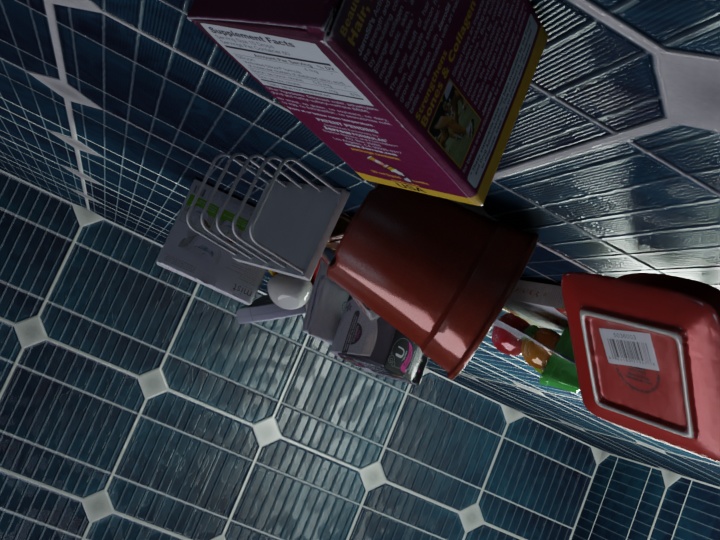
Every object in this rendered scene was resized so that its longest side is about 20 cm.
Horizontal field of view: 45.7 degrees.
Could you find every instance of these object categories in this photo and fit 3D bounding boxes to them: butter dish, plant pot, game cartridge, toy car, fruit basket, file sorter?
[{"bbox_3d":[0.347,0.079,0.954,0.199,0.147,0.201,15,128,52],"label":"butter dish"},{"bbox_3d":[0.077,-0.007,1.019,0.194,0.202,0.201,31,172,3],"label":"plant pot"},{"bbox_3d":[-0.143,0.066,1.716,0.198,0.042,0.133,-11,-176,19],"label":"game cartridge"},{"bbox_3d":[-0.070,-0.009,1.564,0.199,0.176,0.150,29,133,-31],"label":"toy car"},{"bbox_3d":[0.263,0.106,1.303,0.199,0.094,0.185,35,178,17],"label":"fruit basket"},{"bbox_3d":[-0.143,-0.089,1.241,0.124,0.140,0.199,33,167,-38],"label":"file sorter"}]

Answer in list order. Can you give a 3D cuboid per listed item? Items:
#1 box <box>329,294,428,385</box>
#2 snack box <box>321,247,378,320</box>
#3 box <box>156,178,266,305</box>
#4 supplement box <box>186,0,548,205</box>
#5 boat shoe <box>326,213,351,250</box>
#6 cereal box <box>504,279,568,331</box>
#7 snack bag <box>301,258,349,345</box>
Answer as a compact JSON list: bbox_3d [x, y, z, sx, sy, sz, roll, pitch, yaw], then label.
[{"bbox_3d":[0.053,0.073,1.452,0.131,0.202,0.114,9,163,42],"label":"box"},{"bbox_3d":[0.000,0.000,1.366,0.200,0.071,0.024,50,164,47],"label":"snack box"},{"bbox_3d":[-0.269,-0.052,1.663,0.198,0.178,0.097,24,174,-10],"label":"box"},{"bbox_3d":[0.017,-0.141,0.503,0.103,0.132,0.200,17,169,35],"label":"supplement box"},{"bbox_3d":[-0.073,-0.073,1.390,0.198,0.073,0.068,11,161,31],"label":"boat shoe"},{"bbox_3d":[0.291,0.057,1.280,0.143,0.040,0.199,28,171,-33],"label":"cereal box"},{"bbox_3d":[-0.014,0.042,1.500,0.021,0.202,0.188,0,159,41],"label":"snack bag"}]
